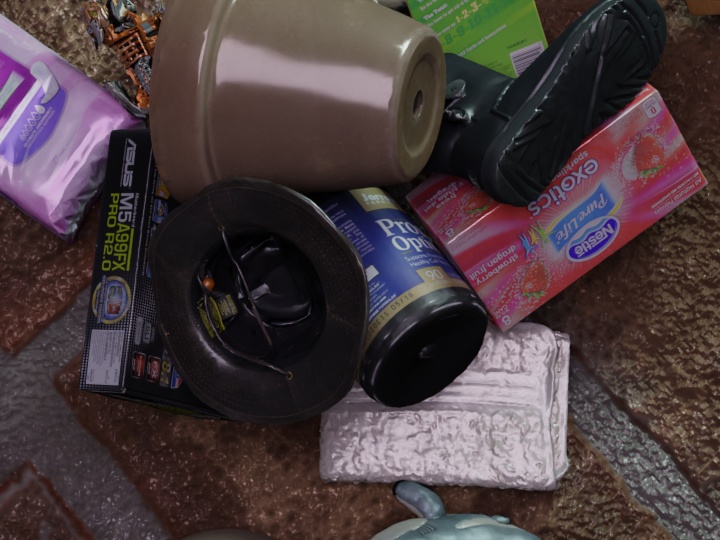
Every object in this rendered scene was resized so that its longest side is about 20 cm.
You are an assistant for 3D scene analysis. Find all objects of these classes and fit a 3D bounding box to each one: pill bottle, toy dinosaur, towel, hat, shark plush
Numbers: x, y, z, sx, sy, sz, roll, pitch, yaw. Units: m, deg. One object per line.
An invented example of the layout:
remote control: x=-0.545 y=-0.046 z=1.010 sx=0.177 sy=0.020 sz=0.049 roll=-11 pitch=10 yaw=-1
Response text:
pill bottle: x=0.000 y=0.000 z=1.672 sx=0.112 sy=0.112 sz=0.200 roll=-39 pitch=58 yaw=-1
toy dinosaur: x=-0.127 y=-0.161 z=1.740 sx=0.136 sy=0.102 sz=0.200 roll=-50 pitch=118 yaw=-14
towel: x=0.065 y=0.104 z=1.710 sx=0.198 sy=0.034 sz=0.134 roll=1 pitch=80 yaw=6
hat: x=-0.057 y=0.015 z=1.586 sx=0.199 sy=0.081 sz=0.202 roll=13 pitch=114 yaw=32
shark plush: x=0.095 y=0.230 z=1.661 sx=0.198 sy=0.083 sz=0.092 roll=16 pitch=99 yaw=-3

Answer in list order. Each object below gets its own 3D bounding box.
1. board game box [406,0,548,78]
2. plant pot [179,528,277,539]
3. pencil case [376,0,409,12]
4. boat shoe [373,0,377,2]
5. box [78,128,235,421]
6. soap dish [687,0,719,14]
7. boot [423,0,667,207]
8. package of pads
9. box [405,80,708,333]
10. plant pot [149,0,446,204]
board game box: x=0.083 y=-0.216 z=1.699 sx=0.095 sy=0.201 sz=0.030 roll=-20 pitch=37 yaw=2
plant pot: x=-0.114 y=0.281 z=1.615 sx=0.185 sy=0.200 sz=0.189 roll=-1 pitch=80 yaw=5
pencil case: x=-0.002 y=-0.259 z=1.756 sx=0.198 sy=0.078 sz=0.090 roll=12 pitch=98 yaw=8
boat shoe: x=-0.014 y=-0.195 z=1.714 sx=0.062 sy=0.071 sz=0.200 roll=-28 pitch=111 yaw=30
box: x=-0.142 y=0.006 z=1.684 sx=0.044 sy=0.160 sz=0.202 roll=1 pitch=79 yaw=30
soap dish: x=0.308 y=-0.304 z=1.668 sx=0.156 sy=0.081 sz=0.201 roll=-22 pitch=121 yaw=-2
boot: x=0.115 y=-0.145 z=1.651 sx=0.200 sy=0.076 sz=0.168 roll=-50 pitch=38 yaw=-11
package of pads: x=-0.280 y=-0.126 z=1.765 sx=0.199 sy=0.076 sz=0.121 roll=35 pitch=83 yaw=10
box: x=0.150 y=-0.061 z=1.679 sx=0.199 sy=0.095 sz=0.103 roll=-35 pitch=122 yaw=-1
plant pot: x=-0.036 y=-0.130 z=1.591 sx=0.173 sy=0.200 sz=0.202 roll=11 pitch=82 yaw=20
